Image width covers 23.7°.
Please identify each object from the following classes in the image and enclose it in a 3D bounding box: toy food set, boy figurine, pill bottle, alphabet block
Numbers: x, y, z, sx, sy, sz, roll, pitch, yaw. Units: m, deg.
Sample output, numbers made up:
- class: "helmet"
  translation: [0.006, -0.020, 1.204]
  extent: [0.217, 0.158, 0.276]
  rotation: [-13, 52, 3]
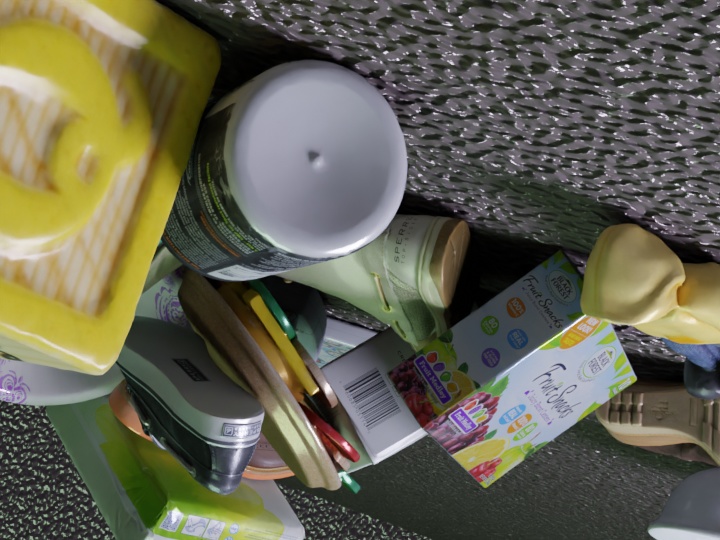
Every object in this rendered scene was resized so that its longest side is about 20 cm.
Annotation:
- class: "toy food set"
  translation: [-0.063, 0.077, 1.231]
  extent: [0.201, 0.049, 0.198]
  rotation: [60, 170, -19]
- class: "boy figurine"
  translation: [0.198, 0.028, 1.041]
  extent: [0.124, 0.065, 0.200]
  rotation: [13, 170, 36]
- class: "pill bottle"
  translation: [-0.059, -0.049, 0.972]
  extent: [0.106, 0.107, 0.200]
  rotation: [23, 167, -20]
- class: "alphabet block"
  translation: [-0.226, -0.073, 0.908]
  extent: [0.199, 0.198, 0.195]
  rotation: [5, 163, 47]

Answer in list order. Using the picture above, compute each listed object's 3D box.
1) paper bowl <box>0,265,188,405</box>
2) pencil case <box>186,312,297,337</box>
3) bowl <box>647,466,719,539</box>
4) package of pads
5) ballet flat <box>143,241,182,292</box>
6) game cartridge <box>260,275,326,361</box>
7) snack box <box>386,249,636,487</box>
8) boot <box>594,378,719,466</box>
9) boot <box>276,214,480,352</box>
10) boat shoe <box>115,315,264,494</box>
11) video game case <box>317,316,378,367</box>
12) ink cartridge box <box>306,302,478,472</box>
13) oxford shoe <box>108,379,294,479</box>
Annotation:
- class: "paper bowl"
  translation: [-0.232, -0.001, 1.303]
  extent: [0.199, 0.105, 0.201]
  rotation: [-9, 134, -9]
- class: "pencil case"
  translation: [-0.151, 0.045, 1.425]
  extent: [0.199, 0.083, 0.091]
  rotation: [20, 133, 1]
- class: "bowl"
  translation: [0.372, 0.227, 1.579]
  extent: [0.200, 0.091, 0.201]
  rotation: [17, 167, 4]
- class: "package of pads"
  translation: [-0.147, 0.162, 1.373]
  extent: [0.154, 0.068, 0.200]
  rotation: [21, -159, -41]
- class: "ballet flat"
  translation: [-0.167, -0.001, 1.213]
  extent: [0.199, 0.070, 0.069]
  rotation: [-35, 146, 14]
- class: "game cartridge"
  translation: [-0.097, 0.045, 1.531]
  extent: [0.132, 0.042, 0.200]
  rotation: [15, 158, 0]
- class: "snack box"
  translation: [0.111, 0.073, 1.186]
  extent: [0.053, 0.142, 0.200]
  rotation: [54, -177, 23]
- class: "boot"
  translation: [0.294, 0.123, 1.353]
  extent: [0.199, 0.073, 0.166]
  rotation: [10, 177, 28]
- class: "boot"
  translation: [0.000, 0.000, 1.183]
  extent: [0.154, 0.072, 0.200]
  rotation: [15, 162, 12]
- class: "boat shoe"
  translation: [-0.129, 0.091, 1.196]
  extent: [0.071, 0.068, 0.200]
  rotation: [2, -160, -34]
- class: "video game case"
  translation: [-0.028, 0.075, 1.652]
  extent: [0.199, 0.024, 0.182]
  rotation: [17, 167, 7]
- class: "ink cartridge box"
  translation: [0.048, 0.082, 1.360]
  extent: [0.084, 0.175, 0.200]
  rotation: [60, 167, 4]
- class: "oxford shoe"
  translation: [-0.099, 0.111, 1.351]
  extent: [0.199, 0.073, 0.071]
  rotation: [22, -159, -43]
